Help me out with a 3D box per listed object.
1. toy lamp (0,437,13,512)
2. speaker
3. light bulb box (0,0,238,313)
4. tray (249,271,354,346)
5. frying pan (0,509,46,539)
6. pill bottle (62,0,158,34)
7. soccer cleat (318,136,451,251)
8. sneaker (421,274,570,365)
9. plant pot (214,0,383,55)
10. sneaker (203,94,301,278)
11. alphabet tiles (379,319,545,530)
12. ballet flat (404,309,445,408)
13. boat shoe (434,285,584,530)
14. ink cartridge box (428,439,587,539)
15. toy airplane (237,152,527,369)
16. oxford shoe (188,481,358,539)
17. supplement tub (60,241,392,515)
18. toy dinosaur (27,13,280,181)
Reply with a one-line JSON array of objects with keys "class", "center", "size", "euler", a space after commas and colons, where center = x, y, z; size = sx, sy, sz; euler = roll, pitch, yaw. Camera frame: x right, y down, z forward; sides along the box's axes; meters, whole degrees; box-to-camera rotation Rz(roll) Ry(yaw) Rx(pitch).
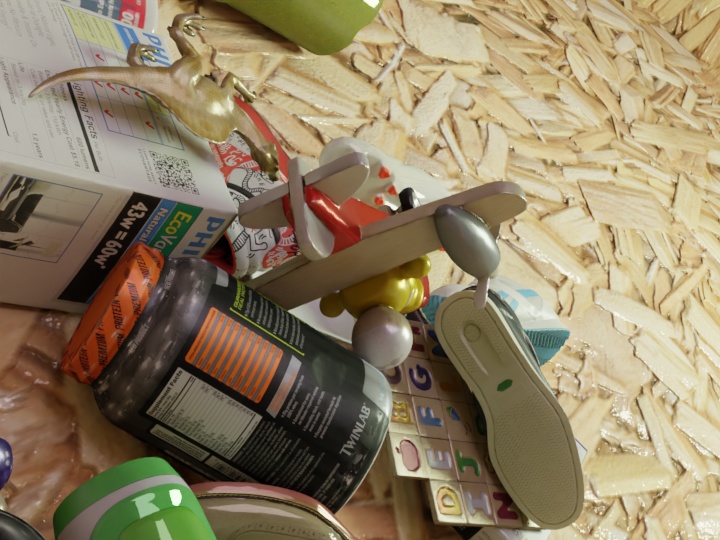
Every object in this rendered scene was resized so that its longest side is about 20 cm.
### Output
[{"class": "toy lamp", "center": [-0.168, 0.183, 0.609], "size": [0.058, 0.058, 0.201], "euler": [-3, 52, -52]}, {"class": "speaker", "center": [-0.095, 0.206, 0.640], "size": [0.088, 0.089, 0.201], "euler": [-1, 51, -51]}, {"class": "light bulb box", "center": [-0.221, -0.086, 0.820], "size": [0.199, 0.125, 0.199], "euler": [12, 41, -44]}, {"class": "tray", "center": [-0.064, -0.018, 1.028], "size": [0.107, 0.022, 0.201], "euler": [22, 36, -32]}, {"class": "frying pan", "center": [-0.168, 0.181, 0.563], "size": [0.189, 0.031, 0.115], "euler": [27, 57, 12]}, {"class": "pill bottle", "center": [-0.271, -0.209, 0.924], "size": [0.199, 0.120, 0.120], "euler": [16, 39, -38]}, {"class": "soccer cleat", "center": [0.028, -0.084, 1.189], "size": [0.199, 0.069, 0.078], "euler": [28, 27, -38]}, {"class": "sneaker", "center": [0.117, 0.044, 1.129], "size": [0.199, 0.077, 0.081], "euler": [15, 30, -49]}, {"class": "plant pot", "center": [-0.074, -0.339, 1.286], "size": [0.184, 0.200, 0.202], "euler": [32, 29, -40]}, {"class": "sneaker", "center": [-0.117, -0.074, 0.977], "size": [0.107, 0.068, 0.202], "euler": [-23, 55, -30]}, {"class": "alphabet tiles", "center": [0.088, 0.123, 0.942], "size": [0.199, 0.006, 0.168], "euler": [14, 55, -41]}, {"class": "ballet flat", "center": [0.036, 0.063, 1.005], "size": [0.075, 0.067, 0.202], "euler": [56, 16, -55]}, {"class": "boat shoe", "center": [0.127, 0.105, 0.937], "size": [0.202, 0.071, 0.068], "euler": [65, 18, 4]}, {"class": "ink cartridge box", "center": [0.131, 0.174, 1.007], "size": [0.095, 0.037, 0.200], "euler": [44, 32, 3]}, {"class": "toy airplane", "center": [0.000, 0.000, 0.841], "size": [0.197, 0.200, 0.143], "euler": [-8, 73, -27]}, {"class": "oxford shoe", "center": [-0.037, 0.195, 0.742], "size": [0.199, 0.070, 0.075], "euler": [28, 38, -22]}, {"class": "supplement tub", "center": [-0.088, 0.074, 0.780], "size": [0.199, 0.123, 0.123], "euler": [34, 31, -17]}, {"class": "toy dinosaur", "center": [-0.126, -0.128, 0.805], "size": [0.199, 0.058, 0.102], "euler": [20, 38, -37]}]
